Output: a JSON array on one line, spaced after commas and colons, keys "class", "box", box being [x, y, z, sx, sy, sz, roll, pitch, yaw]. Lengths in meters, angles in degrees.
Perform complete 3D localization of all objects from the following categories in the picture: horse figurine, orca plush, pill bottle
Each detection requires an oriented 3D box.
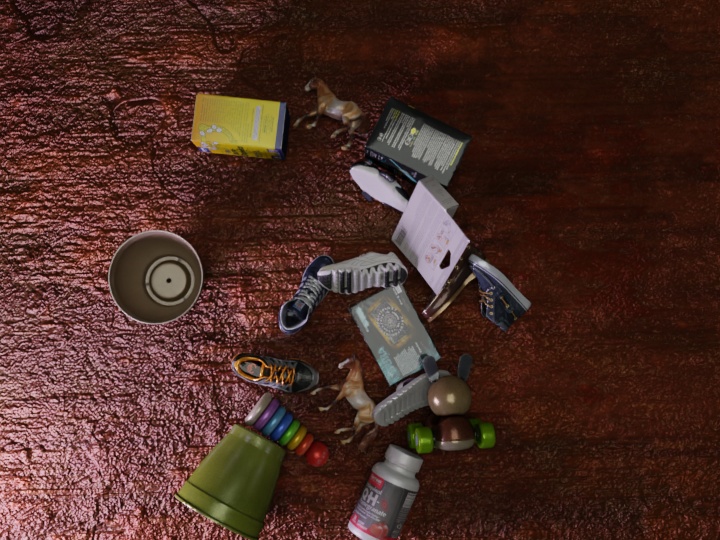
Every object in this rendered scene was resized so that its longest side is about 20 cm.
[{"class": "horse figurine", "box": [-0.017, 0.301, 1.742, 0.132, 0.050, 0.200, -32, 86, -2]}, {"class": "horse figurine", "box": [-0.056, -0.351, 1.776, 0.200, 0.050, 0.133, 25, 66, 15]}, {"class": "orca plush", "box": [0.073, -0.195, 1.773, 0.200, 0.105, 0.071, 25, 55, 5]}, {"class": "pill bottle", "box": [0.060, 0.485, 1.698, 0.111, 0.111, 0.200, 23, 86, 2]}]

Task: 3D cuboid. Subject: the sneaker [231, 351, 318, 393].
[{"class": "sneaker", "box": [-0.192, 0.228, 1.735, 0.200, 0.077, 0.078, 8, 84, -1]}]

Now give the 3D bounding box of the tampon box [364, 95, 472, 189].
[{"class": "tampon box", "box": [0.125, -0.269, 1.737, 0.200, 0.150, 0.126, 27, 86, 2]}]

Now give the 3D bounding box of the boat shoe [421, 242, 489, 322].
[{"class": "boat shoe", "box": [0.199, 0.024, 1.755, 0.070, 0.070, 0.200, 43, 78, -4]}]

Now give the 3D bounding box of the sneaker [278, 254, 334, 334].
[{"class": "sneaker", "box": [-0.117, 0.053, 1.732, 0.070, 0.109, 0.200, 30, 86, 2]}]

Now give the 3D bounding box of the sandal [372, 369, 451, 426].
[{"class": "sandal", "box": [0.111, 0.270, 1.741, 0.202, 0.050, 0.083, -25, 121, -14]}]

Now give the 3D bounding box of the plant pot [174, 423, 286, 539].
[{"class": "plant pot", "box": [-0.257, 0.440, 1.674, 0.200, 0.200, 0.193, 29, 75, 2]}]

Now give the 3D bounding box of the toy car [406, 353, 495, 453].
[{"class": "toy car", "box": [0.188, 0.281, 1.690, 0.164, 0.158, 0.200, -3, 85, -9]}]

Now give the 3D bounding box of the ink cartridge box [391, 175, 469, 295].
[{"class": "ink cartridge box", "box": [0.159, -0.073, 1.682, 0.045, 0.200, 0.176, -24, 65, -32]}]

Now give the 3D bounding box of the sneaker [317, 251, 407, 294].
[{"class": "sneaker", "box": [0.000, 0.000, 1.743, 0.200, 0.075, 0.081, -4, 44, -14]}]

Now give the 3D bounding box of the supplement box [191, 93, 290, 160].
[{"class": "supplement box", "box": [-0.265, -0.320, 1.762, 0.200, 0.109, 0.110, 6, 85, 1]}]

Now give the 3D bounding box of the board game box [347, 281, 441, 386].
[{"class": "board game box", "box": [0.076, 0.141, 1.765, 0.135, 0.028, 0.200, -28, 87, -2]}]

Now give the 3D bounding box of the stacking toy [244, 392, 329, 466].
[{"class": "stacking toy", "box": [-0.153, 0.359, 1.726, 0.200, 0.085, 0.085, 38, 86, -1]}]

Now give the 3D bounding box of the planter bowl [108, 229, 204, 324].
[{"class": "planter bowl", "box": [-0.433, 0.019, 1.722, 0.200, 0.135, 0.200, 0, 85, 0]}]

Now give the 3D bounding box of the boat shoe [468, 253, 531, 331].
[{"class": "boat shoe", "box": [0.287, 0.053, 1.721, 0.200, 0.071, 0.091, 41, 88, -27]}]
